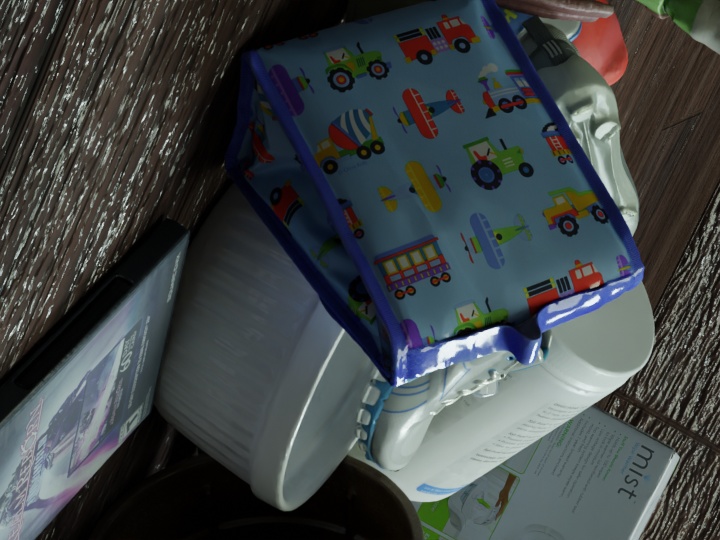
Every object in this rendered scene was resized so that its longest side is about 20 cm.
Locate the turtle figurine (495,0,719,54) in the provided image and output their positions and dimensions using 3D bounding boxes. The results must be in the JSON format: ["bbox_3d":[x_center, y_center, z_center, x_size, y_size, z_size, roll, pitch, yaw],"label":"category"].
[{"bbox_3d":[0.159,-0.221,1.452,0.200,0.193,0.145,-47,159,-58],"label":"turtle figurine"}]

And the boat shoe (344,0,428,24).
[{"bbox_3d":[0.052,-0.188,1.365,0.202,0.071,0.061,-67,163,14],"label":"boat shoe"}]

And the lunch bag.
[{"bbox_3d":[0.043,-0.035,1.258,0.150,0.201,0.094,-18,146,-24],"label":"lunch bag"}]

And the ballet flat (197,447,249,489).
[{"bbox_3d":[-0.078,0.139,1.544,0.067,0.067,0.201,6,123,-34],"label":"ballet flat"}]

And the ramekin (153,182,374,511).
[{"bbox_3d":[-0.038,0.025,1.391,0.201,0.105,0.200,-57,167,-20],"label":"ramekin"}]

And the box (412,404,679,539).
[{"bbox_3d":[0.108,0.178,1.752,0.201,0.176,0.097,-63,169,-3],"label":"box"}]

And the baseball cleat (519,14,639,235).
[{"bbox_3d":[0.124,-0.075,1.480,0.069,0.107,0.201,-18,144,-10],"label":"baseball cleat"}]

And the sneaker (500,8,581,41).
[{"bbox_3d":[0.096,-0.126,1.652,0.074,0.082,0.201,-55,168,-31],"label":"sneaker"}]

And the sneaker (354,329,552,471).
[{"bbox_3d":[0.060,0.046,1.394,0.075,0.086,0.201,-46,162,-54],"label":"sneaker"}]

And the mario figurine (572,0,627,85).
[{"bbox_3d":[0.119,-0.143,1.776,0.105,0.124,0.200,-8,150,-21],"label":"mario figurine"}]

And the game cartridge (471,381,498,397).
[{"bbox_3d":[0.048,-0.038,1.486,0.041,0.133,0.202,-10,111,-28],"label":"game cartridge"}]

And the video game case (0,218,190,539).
[{"bbox_3d":[-0.155,0.079,1.244,0.200,0.019,0.143,-50,163,-44],"label":"video game case"}]

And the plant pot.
[{"bbox_3d":[-0.055,0.242,1.451,0.200,0.199,0.200,-48,143,-44],"label":"plant pot"}]

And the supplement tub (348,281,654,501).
[{"bbox_3d":[0.083,0.058,1.619,0.200,0.132,0.132,-36,-175,37],"label":"supplement tub"}]
